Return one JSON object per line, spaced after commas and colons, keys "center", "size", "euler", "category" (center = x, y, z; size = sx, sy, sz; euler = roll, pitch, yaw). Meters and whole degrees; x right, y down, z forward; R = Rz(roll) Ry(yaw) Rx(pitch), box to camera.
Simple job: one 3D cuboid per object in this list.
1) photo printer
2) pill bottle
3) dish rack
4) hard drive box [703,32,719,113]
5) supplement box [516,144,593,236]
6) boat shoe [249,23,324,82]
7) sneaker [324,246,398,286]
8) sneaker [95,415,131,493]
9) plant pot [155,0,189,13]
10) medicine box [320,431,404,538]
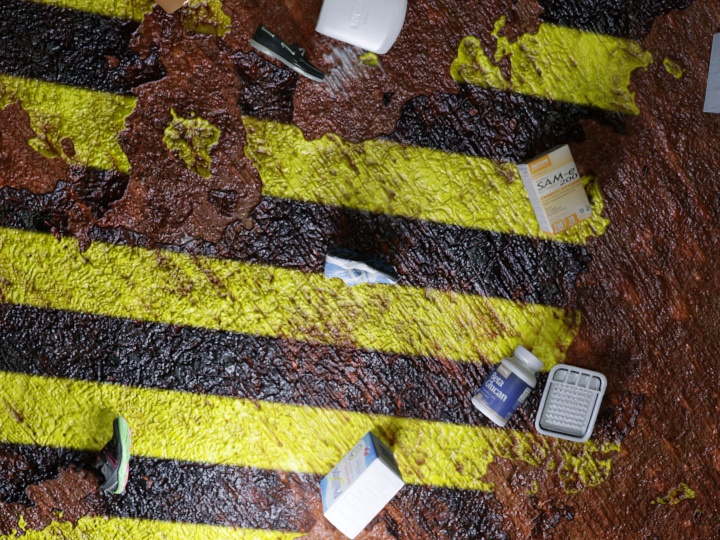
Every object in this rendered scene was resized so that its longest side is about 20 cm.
{"center": [0.007, -0.614, 1.622], "size": [0.197, 0.070, 0.168], "euler": [17, 132, -9], "category": "photo printer"}
{"center": [0.395, 0.301, 1.818], "size": [0.110, 0.111, 0.201], "euler": [36, 93, -11], "category": "pill bottle"}
{"center": [0.572, 0.360, 1.884], "size": [0.169, 0.044, 0.203], "euler": [13, 97, -10], "category": "dish rack"}
{"center": [0.999, -0.513, 1.786], "size": [0.153, 0.077, 0.204], "euler": [4, 99, -8], "category": "hard drive box"}
{"center": [0.504, -0.208, 1.774], "size": [0.125, 0.074, 0.202], "euler": [-26, 100, -3], "category": "supplement box"}
{"center": [-0.168, -0.521, 1.644], "size": [0.198, 0.076, 0.061], "euler": [27, 100, -11], "category": "boat shoe"}
{"center": [0.000, 0.000, 1.754], "size": [0.197, 0.076, 0.078], "euler": [17, 119, -9], "category": "sneaker"}
{"center": [-0.629, 0.470, 1.738], "size": [0.082, 0.077, 0.204], "euler": [7, 97, -12], "category": "sneaker"}
{"center": [-0.419, -0.680, 1.542], "size": [0.199, 0.200, 0.141], "euler": [-36, 117, 0], "category": "plant pot"}
{"center": [0.001, 0.549, 1.772], "size": [0.103, 0.182, 0.200], "euler": [44, 91, -10], "category": "medicine box"}
